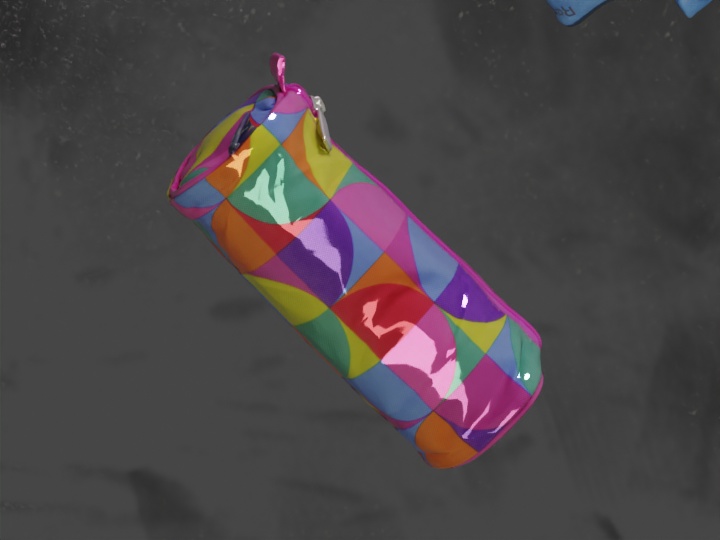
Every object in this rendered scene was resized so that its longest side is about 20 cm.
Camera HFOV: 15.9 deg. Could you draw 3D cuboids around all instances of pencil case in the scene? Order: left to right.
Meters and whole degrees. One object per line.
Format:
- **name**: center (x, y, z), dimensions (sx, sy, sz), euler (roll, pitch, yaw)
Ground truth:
- **pencil case**: center (0.000, 0.000, 1.196), dimensions (0.088, 0.088, 0.200), euler (-42, 103, 4)

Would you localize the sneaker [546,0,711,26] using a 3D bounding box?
- **sneaker**: center (0.174, -0.168, 1.192), dimensions (0.199, 0.066, 0.079), euler (-17, 113, -1)
